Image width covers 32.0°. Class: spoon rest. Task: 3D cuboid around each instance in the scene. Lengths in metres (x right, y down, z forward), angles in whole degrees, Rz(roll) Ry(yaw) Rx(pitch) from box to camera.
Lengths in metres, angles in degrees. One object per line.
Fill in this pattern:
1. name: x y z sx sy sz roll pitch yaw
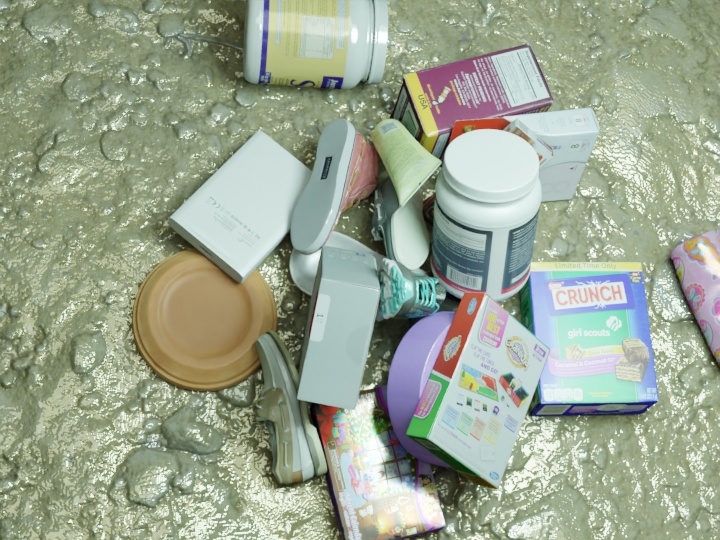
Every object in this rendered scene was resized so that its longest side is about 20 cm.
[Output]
1. spoon rest: 0.000 0.000 1.732 0.197 0.061 0.101 10 69 -6

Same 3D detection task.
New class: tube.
1. tube: 0.059 -0.150 1.694 0.051 0.200 0.059 -3 114 -11

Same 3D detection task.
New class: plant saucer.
1. plant saucer: -0.209 0.061 1.693 0.197 0.038 0.203 3 70 -8

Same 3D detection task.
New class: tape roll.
1. tape roll: 0.128 0.156 1.636 0.198 0.065 0.203 -1 91 -41

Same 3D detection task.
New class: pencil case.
1. pencil case: 0.514 0.044 1.783 0.086 0.088 0.202 -19 75 -14

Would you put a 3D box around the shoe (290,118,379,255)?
1. shoe: -0.029 -0.102 1.739 0.071 0.091 0.202 0 66 39

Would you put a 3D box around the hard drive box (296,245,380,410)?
1. hard drive box: -0.029 0.068 1.603 0.076 0.200 0.158 11 101 -4

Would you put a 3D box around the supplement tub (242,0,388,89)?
1. supplement tub: -0.067 -0.336 1.794 0.197 0.146 0.147 3 70 -7

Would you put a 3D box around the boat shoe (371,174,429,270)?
1. boat shoe: 0.049 -0.060 1.722 0.073 0.062 0.201 40 31 -30

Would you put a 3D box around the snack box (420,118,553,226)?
1. snack box: 0.171 -0.122 1.731 0.072 0.200 0.024 35 34 -21

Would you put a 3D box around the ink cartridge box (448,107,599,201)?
1. ink cartridge box: 0.221 -0.154 1.764 0.197 0.163 0.058 -10 61 -12

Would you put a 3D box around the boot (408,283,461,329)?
1. boot: 0.135 0.045 1.740 0.073 0.076 0.200 25 53 31

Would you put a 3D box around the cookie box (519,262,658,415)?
1. cookie box: 0.312 0.093 1.737 0.169 0.075 0.203 0 70 -8

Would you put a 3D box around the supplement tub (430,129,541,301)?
1. supplement tub: 0.165 -0.070 1.658 0.138 0.202 0.141 1 45 -1

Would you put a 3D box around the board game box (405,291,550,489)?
1. board game box: 0.153 0.152 1.589 0.153 0.040 0.202 39 67 -35

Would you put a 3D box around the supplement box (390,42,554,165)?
1. supplement box: 0.157 -0.232 1.798 0.198 0.131 0.104 -16 72 -14

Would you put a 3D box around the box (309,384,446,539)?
1. box: 0.021 0.258 1.656 0.135 0.039 0.202 -11 73 -13

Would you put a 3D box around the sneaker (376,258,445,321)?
1. sneaker: 0.066 0.025 1.602 0.090 0.200 0.079 -1 88 -3

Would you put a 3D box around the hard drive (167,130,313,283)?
1. hard drive: -0.153 -0.091 1.738 0.131 0.026 0.200 38 58 6

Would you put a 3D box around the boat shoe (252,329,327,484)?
1. boat shoe: -0.106 0.180 1.643 0.068 0.075 0.202 -17 79 -13
